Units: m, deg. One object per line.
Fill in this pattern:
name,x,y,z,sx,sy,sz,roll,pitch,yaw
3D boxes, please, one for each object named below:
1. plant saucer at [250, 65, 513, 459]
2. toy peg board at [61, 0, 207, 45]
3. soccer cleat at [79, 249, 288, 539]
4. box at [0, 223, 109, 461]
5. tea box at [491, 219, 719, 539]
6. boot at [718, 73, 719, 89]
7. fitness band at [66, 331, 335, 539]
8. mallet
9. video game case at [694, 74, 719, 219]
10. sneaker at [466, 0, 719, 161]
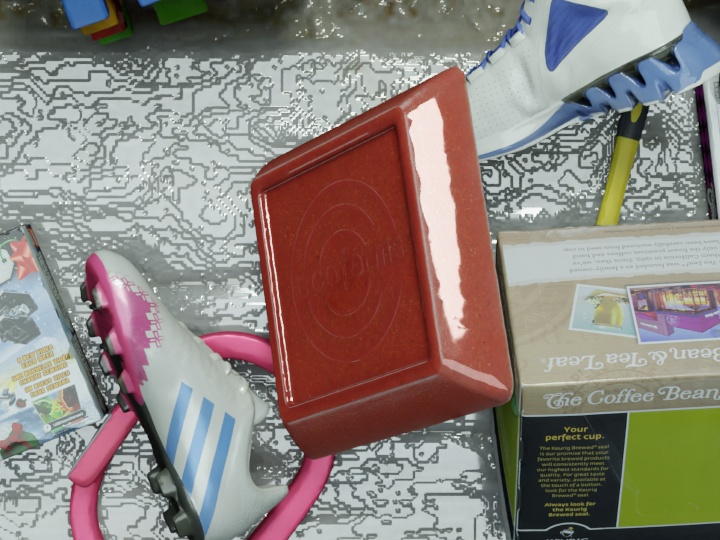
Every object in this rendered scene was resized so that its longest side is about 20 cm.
plant saucer,0.000,0.000,1.109,0.037,0.199,0.201,3,74,-39
toy peg board,-0.103,-0.197,1.118,0.199,0.199,0.098,-20,109,1
soccer cleat,-0.109,0.073,1.158,0.086,0.070,0.201,-23,98,-17
box,-0.282,0.070,1.198,0.199,0.040,0.137,-22,94,1
tea box,0.184,0.084,1.115,0.199,0.134,0.197,-3,134,-1
boot,0.198,-0.210,1.121,0.200,0.066,0.165,31,123,-1
fitness band,-0.105,0.133,1.208,0.144,0.037,0.200,38,93,-5
mallet,0.182,-0.075,1.200,0.066,0.041,0.201,21,89,-1
video game case,0.319,-0.043,1.201,0.181,0.036,0.201,-8,93,0
sneaker,0.118,-0.146,1.143,0.199,0.081,0.115,-18,100,28
